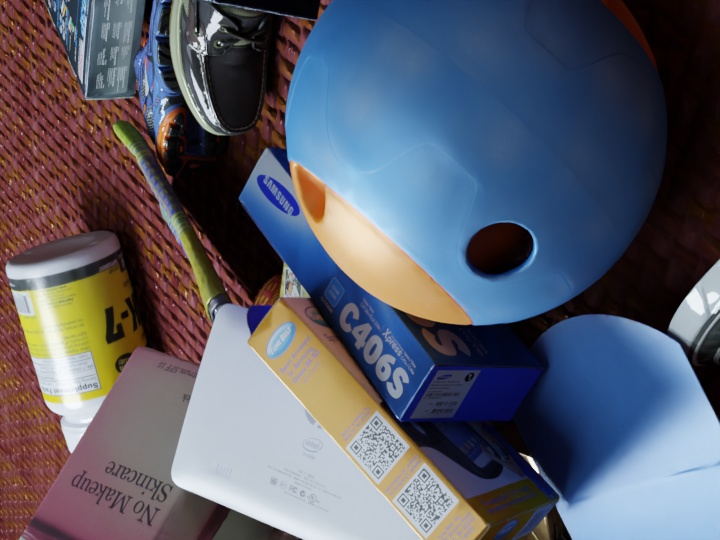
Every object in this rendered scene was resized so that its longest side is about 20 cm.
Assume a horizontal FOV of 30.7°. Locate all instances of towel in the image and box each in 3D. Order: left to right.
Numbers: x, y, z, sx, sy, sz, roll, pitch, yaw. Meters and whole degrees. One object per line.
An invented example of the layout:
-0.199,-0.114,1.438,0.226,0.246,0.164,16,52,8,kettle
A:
-0.140,-0.018,1.076,0.201,0.023,0.144,59,175,25,towel

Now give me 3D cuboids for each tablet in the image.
-0.028,0.110,0.858,0.198,0.014,0.132,17,91,24,tablet

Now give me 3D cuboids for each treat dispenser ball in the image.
0.059,-0.073,0.687,0.200,0.200,0.203,30,131,41,treat dispenser ball

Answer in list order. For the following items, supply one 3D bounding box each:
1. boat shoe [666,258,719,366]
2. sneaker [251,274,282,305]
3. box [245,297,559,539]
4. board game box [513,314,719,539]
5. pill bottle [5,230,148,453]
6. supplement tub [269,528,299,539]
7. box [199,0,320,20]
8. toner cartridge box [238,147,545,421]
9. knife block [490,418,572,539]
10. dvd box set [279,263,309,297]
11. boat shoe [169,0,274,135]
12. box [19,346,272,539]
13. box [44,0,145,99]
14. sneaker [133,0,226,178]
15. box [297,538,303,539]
0.219,0.000,0.626,0.064,0.070,0.201,55,142,19,boat shoe
-0.050,0.091,1.062,0.076,0.073,0.202,18,131,29,sneaker
0.020,0.080,0.767,0.042,0.119,0.200,-49,69,17,box
0.168,0.113,0.735,0.158,0.039,0.202,-34,81,57,board game box
-0.268,0.072,1.292,0.114,0.114,0.202,6,114,52,pill bottle
-0.127,0.232,1.183,0.200,0.122,0.123,47,141,25,supplement tub
-0.119,-0.255,0.846,0.198,0.107,0.150,18,103,35,box
0.015,0.006,0.782,0.200,0.094,0.043,52,120,36,toner cartridge box
0.114,0.177,0.873,0.199,0.064,0.178,15,119,49,knife block
0.000,0.000,0.899,0.146,0.029,0.203,17,103,48,dvd box set
-0.096,-0.190,0.946,0.065,0.073,0.202,27,129,50,boat shoe
-0.148,0.177,0.978,0.127,0.201,0.109,11,152,38,box
-0.216,-0.266,1.057,0.160,0.046,0.201,60,148,38,box
-0.147,-0.169,1.030,0.078,0.075,0.201,46,139,33,sneaker
0.043,0.269,0.966,0.109,0.127,0.202,-28,86,54,box
